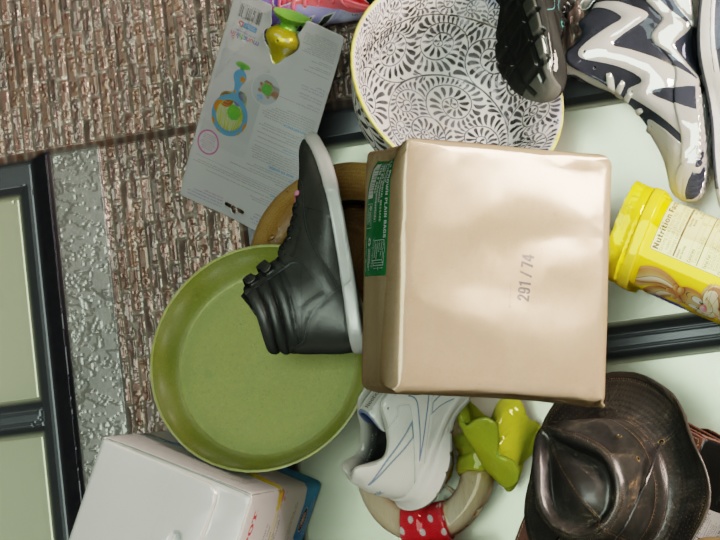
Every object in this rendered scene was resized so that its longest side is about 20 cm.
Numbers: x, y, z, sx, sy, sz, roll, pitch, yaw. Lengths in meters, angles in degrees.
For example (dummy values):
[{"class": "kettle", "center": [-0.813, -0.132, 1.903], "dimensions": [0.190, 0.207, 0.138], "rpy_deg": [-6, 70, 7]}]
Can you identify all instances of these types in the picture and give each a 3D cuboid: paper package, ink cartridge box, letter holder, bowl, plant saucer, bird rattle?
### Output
[{"class": "paper package", "center": [0.098, 0.004, 1.590], "dimensions": [0.189, 0.103, 0.202], "rpy_deg": [4, 86, -19]}, {"class": "ink cartridge box", "center": [-0.147, 0.232, 1.729], "dimensions": [0.145, 0.200, 0.148], "rpy_deg": [20, 92, 15]}, {"class": "letter holder", "center": [0.225, 0.214, 1.680], "dimensions": [0.142, 0.100, 0.201], "rpy_deg": [29, 95, 46]}, {"class": "bowl", "center": [0.068, -0.143, 1.727], "dimensions": [0.199, 0.094, 0.203], "rpy_deg": [10, 63, -19]}, {"class": "plant saucer", "center": [-0.083, 0.078, 1.708], "dimensions": [0.198, 0.031, 0.202], "rpy_deg": [-4, 71, 12]}, {"class": "bird rattle", "center": [0.068, 0.188, 1.744], "dimensions": [0.163, 0.112, 0.201], "rpy_deg": [37, 107, 29]}]

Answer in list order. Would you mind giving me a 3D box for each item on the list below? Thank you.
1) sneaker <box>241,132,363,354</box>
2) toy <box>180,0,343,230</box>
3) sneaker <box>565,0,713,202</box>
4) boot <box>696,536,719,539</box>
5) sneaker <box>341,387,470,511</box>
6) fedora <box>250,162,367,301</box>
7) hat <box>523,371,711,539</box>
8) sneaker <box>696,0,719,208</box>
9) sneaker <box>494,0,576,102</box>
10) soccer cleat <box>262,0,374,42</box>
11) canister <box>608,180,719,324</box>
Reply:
[{"class": "sneaker", "center": [-0.058, -0.019, 1.677], "dimensions": [0.098, 0.071, 0.202], "rpy_deg": [-10, 71, 2]}, {"class": "toy", "center": [-0.083, -0.141, 1.798], "dimensions": [0.114, 0.047, 0.202], "rpy_deg": [25, 115, 19]}, {"class": "sneaker", "center": [0.233, -0.154, 1.708], "dimensions": [0.128, 0.079, 0.201], "rpy_deg": [-7, 90, 22]}, {"class": "boot", "center": [0.363, 0.181, 1.623], "dimensions": [0.066, 0.174, 0.201], "rpy_deg": [37, 101, 48]}, {"class": "sneaker", "center": [0.047, 0.099, 1.655], "dimensions": [0.074, 0.087, 0.202], "rpy_deg": [15, 89, 55]}, {"class": "fedora", "center": [0.000, 0.000, 1.761], "dimensions": [0.199, 0.082, 0.203], "rpy_deg": [0, 90, 24]}, {"class": "hat", "center": [0.183, 0.171, 1.608], "dimensions": [0.200, 0.081, 0.203], "rpy_deg": [-21, 60, 41]}, {"class": "sneaker", "center": [0.362, -0.156, 1.664], "dimensions": [0.145, 0.077, 0.204], "rpy_deg": [-7, 95, 26]}, {"class": "sneaker", "center": [0.154, -0.227, 1.700], "dimensions": [0.076, 0.079, 0.201], "rpy_deg": [-51, 40, 45]}, {"class": "soccer cleat", "center": [-0.023, -0.248, 1.782], "dimensions": [0.198, 0.076, 0.067], "rpy_deg": [-6, 86, 15]}, {"class": "canister", "center": [0.307, 0.006, 1.643], "dimensions": [0.199, 0.148, 0.087], "rpy_deg": [23, 92, 13]}]
